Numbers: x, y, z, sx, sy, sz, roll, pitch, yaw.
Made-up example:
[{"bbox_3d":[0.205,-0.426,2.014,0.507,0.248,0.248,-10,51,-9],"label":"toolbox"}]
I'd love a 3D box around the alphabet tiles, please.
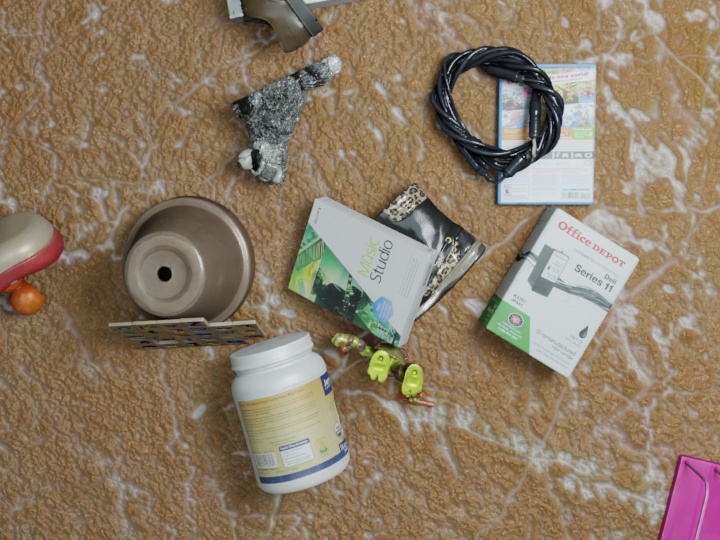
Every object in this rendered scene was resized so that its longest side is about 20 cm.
[{"bbox_3d":[-0.239,0.090,1.334,0.196,0.167,0.008,-4,74,2],"label":"alphabet tiles"}]

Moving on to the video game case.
[{"bbox_3d":[0.271,-0.198,1.362,0.141,0.018,0.204,0,95,3],"label":"video game case"}]

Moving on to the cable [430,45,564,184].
[{"bbox_3d":[0.193,-0.237,1.329,0.162,0.051,0.201,-37,83,17],"label":"cable"}]

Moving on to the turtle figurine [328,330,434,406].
[{"bbox_3d":[0.047,0.139,1.339,0.199,0.161,0.065,38,86,-8],"label":"turtle figurine"}]

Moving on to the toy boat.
[{"bbox_3d":[-0.516,0.012,1.371,0.199,0.131,0.131,-35,123,5],"label":"toy boat"}]

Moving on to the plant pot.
[{"bbox_3d":[-0.256,-0.004,1.320,0.197,0.175,0.204,0,94,1],"label":"plant pot"}]

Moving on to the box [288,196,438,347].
[{"bbox_3d":[0.000,0.000,1.332,0.198,0.036,0.146,27,109,24],"label":"box"}]

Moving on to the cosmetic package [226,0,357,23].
[{"bbox_3d":[-0.096,-0.416,1.339,0.197,0.051,0.084,-9,93,3],"label":"cosmetic package"}]

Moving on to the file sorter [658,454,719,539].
[{"bbox_3d":[0.559,0.373,1.348,0.197,0.125,0.141,13,96,1],"label":"file sorter"}]

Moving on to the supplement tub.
[{"bbox_3d":[-0.105,0.202,1.346,0.142,0.144,0.203,-15,95,3],"label":"supplement tub"}]

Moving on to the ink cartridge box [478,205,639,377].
[{"bbox_3d":[0.286,0.028,1.348,0.145,0.083,0.202,30,95,-1],"label":"ink cartridge box"}]

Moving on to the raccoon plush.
[{"bbox_3d":[-0.094,-0.209,1.341,0.198,0.097,0.135,-25,102,4],"label":"raccoon plush"}]

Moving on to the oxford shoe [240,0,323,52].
[{"bbox_3d":[-0.144,-0.388,1.282,0.084,0.073,0.201,-37,92,8],"label":"oxford shoe"}]

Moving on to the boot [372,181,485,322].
[{"bbox_3d":[0.066,-0.014,1.359,0.200,0.073,0.151,-44,88,13],"label":"boot"}]
